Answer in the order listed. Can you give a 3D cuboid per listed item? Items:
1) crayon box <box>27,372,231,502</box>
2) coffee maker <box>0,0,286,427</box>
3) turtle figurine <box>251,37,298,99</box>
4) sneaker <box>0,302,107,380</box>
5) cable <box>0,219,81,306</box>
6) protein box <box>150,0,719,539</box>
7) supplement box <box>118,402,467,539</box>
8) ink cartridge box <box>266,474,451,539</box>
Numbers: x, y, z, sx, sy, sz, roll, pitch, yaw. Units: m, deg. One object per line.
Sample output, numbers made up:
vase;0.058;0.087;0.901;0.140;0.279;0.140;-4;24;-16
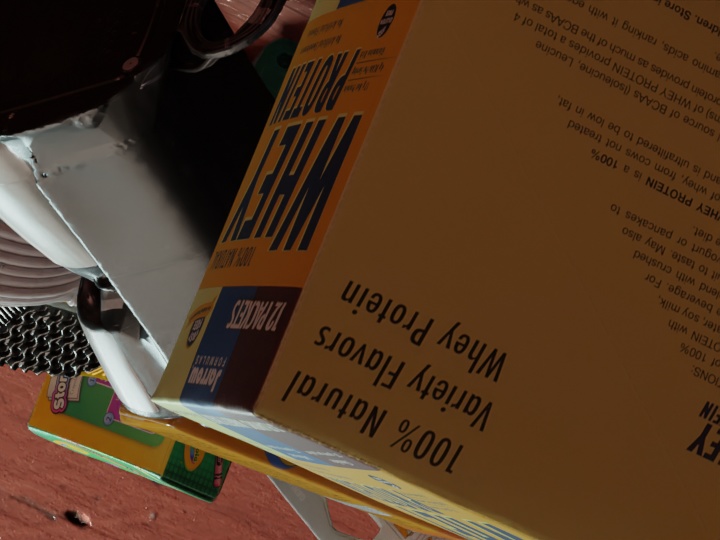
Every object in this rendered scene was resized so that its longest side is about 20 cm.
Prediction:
crayon box;-0.108;0.024;1.652;0.118;0.201;0.058;16;172;40
coffee maker;-0.073;-0.032;1.202;0.191;0.135;0.200;7;146;42
turtle figurine;-0.083;-0.064;1.373;0.149;0.101;0.200;6;156;-7
sneaker;-0.128;0.019;1.545;0.199;0.090;0.070;18;137;-32
cable;-0.208;-0.069;1.441;0.200;0.069;0.200;-11;-120;-54
protein box;0.065;-0.006;0.968;0.198;0.201;0.135;25;172;-17
supplement box;-0.024;0.083;1.466;0.199;0.067;0.069;22;173;-27
ink cartridge box;0.041;0.094;1.580;0.043;0.174;0.200;24;-164;-43
